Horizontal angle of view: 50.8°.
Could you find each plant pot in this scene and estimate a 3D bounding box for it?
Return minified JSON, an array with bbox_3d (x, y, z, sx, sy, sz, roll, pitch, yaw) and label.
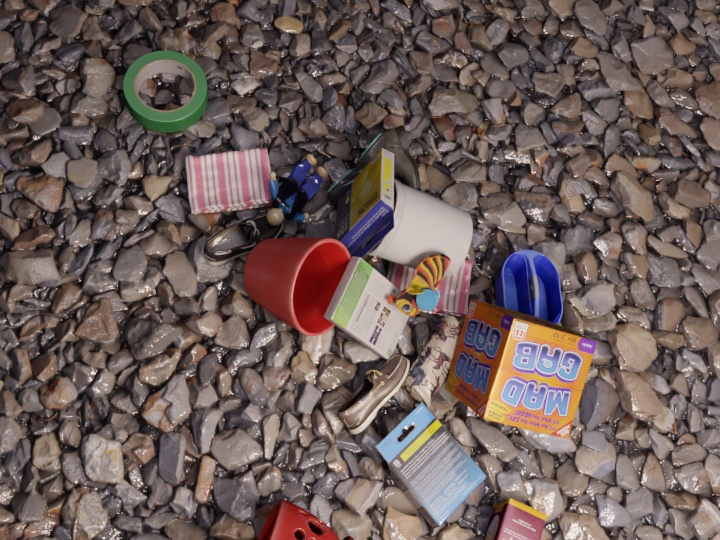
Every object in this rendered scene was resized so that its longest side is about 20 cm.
[{"bbox_3d":[-0.140,0.019,1.599,0.175,0.202,0.202,14,60,37],"label":"plant pot"},{"bbox_3d":[-0.111,0.555,1.397,0.180,0.201,0.203,28,66,-5],"label":"plant pot"}]

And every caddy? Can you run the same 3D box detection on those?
[{"bbox_3d":[0.384,0.054,1.729,0.138,0.105,0.204,2,67,-7],"label":"caddy"}]

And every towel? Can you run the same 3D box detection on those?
[{"bbox_3d":[-0.303,-0.212,1.762,0.195,0.030,0.149,-8,68,-12],"label":"towel"},{"bbox_3d":[0.158,0.022,1.748,0.195,0.030,0.149,12,66,-4],"label":"towel"}]

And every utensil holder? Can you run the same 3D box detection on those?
[{"bbox_3d":[0.124,-0.086,1.664,0.197,0.170,0.173,19,64,-21],"label":"utensil holder"}]

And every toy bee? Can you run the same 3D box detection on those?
[{"bbox_3d":[0.114,0.053,1.597,0.107,0.131,0.204,18,83,7],"label":"toy bee"}]

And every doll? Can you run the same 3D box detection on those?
[{"bbox_3d":[-0.158,-0.179,1.748,0.137,0.048,0.202,45,57,-20],"label":"doll"}]

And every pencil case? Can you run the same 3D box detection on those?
[{"bbox_3d":[0.166,0.201,1.646,0.077,0.090,0.201,14,60,45],"label":"pencil case"}]

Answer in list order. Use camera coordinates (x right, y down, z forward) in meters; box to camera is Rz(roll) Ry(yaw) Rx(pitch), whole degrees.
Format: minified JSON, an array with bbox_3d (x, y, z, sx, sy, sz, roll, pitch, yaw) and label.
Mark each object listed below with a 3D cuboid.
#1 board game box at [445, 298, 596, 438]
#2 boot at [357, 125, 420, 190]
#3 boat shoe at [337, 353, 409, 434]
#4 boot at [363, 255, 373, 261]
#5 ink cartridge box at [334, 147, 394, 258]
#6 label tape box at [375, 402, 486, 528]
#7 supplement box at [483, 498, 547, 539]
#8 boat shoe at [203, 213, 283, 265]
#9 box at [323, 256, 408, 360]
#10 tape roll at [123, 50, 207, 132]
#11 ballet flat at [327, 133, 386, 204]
[{"bbox_3d":[0.321,0.196,1.551,0.196,0.200,0.204,16,94,-18],"label":"board game box"},{"bbox_3d":[0.068,-0.249,1.838,0.128,0.068,0.204,-16,71,-2],"label":"boot"},{"bbox_3d":[0.028,0.249,1.605,0.201,0.071,0.060,-49,112,-19],"label":"boat shoe"},{"bbox_3d":[0.000,0.000,1.711,0.136,0.078,0.202,-24,74,-23],"label":"boot"},{"bbox_3d":[0.006,-0.128,1.642,0.046,0.197,0.203,23,49,-23],"label":"ink cartridge box"},{"bbox_3d":[0.140,0.401,1.569,0.143,0.064,0.201,-37,78,-20],"label":"label tape box"},{"bbox_3d":[0.287,0.568,1.499,0.084,0.111,0.203,23,66,2],"label":"supplement box"},{"bbox_3d":[-0.262,-0.080,1.704,0.197,0.061,0.075,-25,72,-18],"label":"boat shoe"},{"bbox_3d":[0.023,0.083,1.623,0.199,0.036,0.146,39,70,-38],"label":"box"},{"bbox_3d":[-0.467,-0.432,1.824,0.195,0.048,0.205,3,67,-7],"label":"tape roll"},{"bbox_3d":[0.008,-0.228,1.786,0.073,0.073,0.200,43,92,10],"label":"ballet flat"}]
